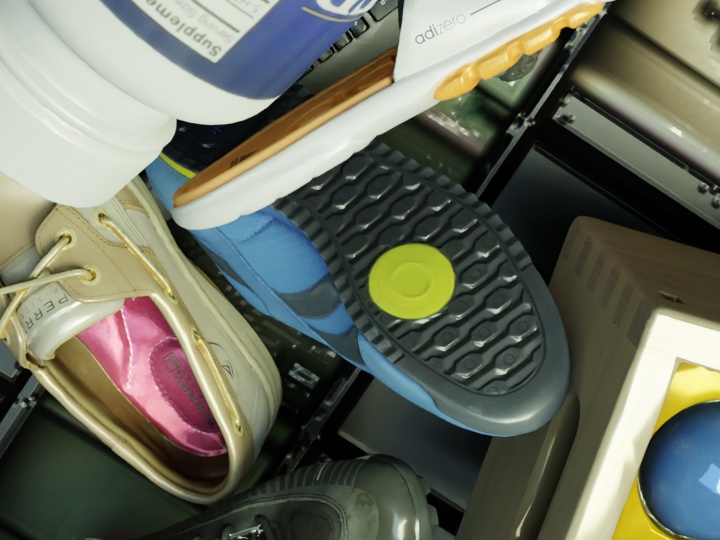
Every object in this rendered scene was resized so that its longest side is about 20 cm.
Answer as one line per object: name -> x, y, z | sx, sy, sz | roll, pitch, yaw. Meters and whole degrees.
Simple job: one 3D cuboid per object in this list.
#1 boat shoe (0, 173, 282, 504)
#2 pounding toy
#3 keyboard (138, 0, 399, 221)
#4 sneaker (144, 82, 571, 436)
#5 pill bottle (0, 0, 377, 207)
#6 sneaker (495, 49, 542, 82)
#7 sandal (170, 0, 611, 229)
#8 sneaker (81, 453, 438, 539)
boat shoe -> -0.103, 0.007, 0.977 | 0.074, 0.069, 0.200 | -37, 111, 22
pounding toy -> 0.140, 0.116, 0.912 | 0.183, 0.142, 0.201 | 15, 105, -16
keyboard -> -0.066, -0.082, 0.987 | 0.200, 0.040, 0.104 | -37, 103, 7
sneaker -> 0.000, 0.000, 0.942 | 0.066, 0.079, 0.200 | -40, 60, -20
pill bottle -> -0.046, -0.117, 0.827 | 0.120, 0.120, 0.200 | 43, 113, -11
sneaker -> 0.015, -0.162, 0.951 | 0.095, 0.079, 0.201 | -13, 95, 2
sandal -> 0.015, -0.086, 0.878 | 0.206, 0.079, 0.059 | -32, 103, 3
sneaker -> -0.062, 0.120, 0.971 | 0.200, 0.090, 0.067 | -26, 73, 37
